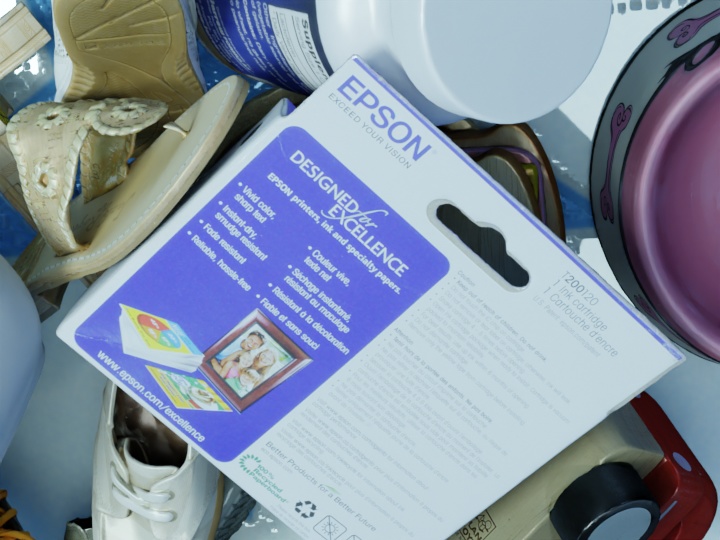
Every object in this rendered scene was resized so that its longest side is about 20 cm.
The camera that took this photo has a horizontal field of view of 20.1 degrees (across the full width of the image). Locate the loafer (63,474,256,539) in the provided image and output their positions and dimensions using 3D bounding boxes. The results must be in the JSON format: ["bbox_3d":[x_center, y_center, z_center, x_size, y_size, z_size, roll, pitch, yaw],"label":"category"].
[{"bbox_3d":[-0.121,0.153,1.040,0.070,0.075,0.201,37,102,11],"label":"loafer"}]

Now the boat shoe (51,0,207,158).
[{"bbox_3d":[-0.103,-0.111,0.910,0.070,0.200,0.070,-2,70,-7],"label":"boat shoe"}]

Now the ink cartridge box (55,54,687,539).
[{"bbox_3d":[0.005,0.024,0.882,0.198,0.043,0.200,42,119,-16],"label":"ink cartridge box"}]

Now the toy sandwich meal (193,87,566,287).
[{"bbox_3d":[0.000,0.000,0.985,0.204,0.070,0.207,1,104,4],"label":"toy sandwich meal"}]

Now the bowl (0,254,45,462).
[{"bbox_3d":[-0.224,0.061,0.935,0.074,0.200,0.201,24,93,-39],"label":"bowl"}]

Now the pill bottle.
[{"bbox_3d":[0.011,-0.125,0.875,0.115,0.200,0.117,-9,108,-31],"label":"pill bottle"}]

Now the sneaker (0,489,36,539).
[{"bbox_3d":[-0.189,0.143,1.001,0.077,0.078,0.201,-41,69,42],"label":"sneaker"}]

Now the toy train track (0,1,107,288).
[{"bbox_3d":[-0.174,-0.051,0.981,0.114,0.033,0.200,-35,114,10],"label":"toy train track"}]

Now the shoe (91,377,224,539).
[{"bbox_3d":[-0.099,0.066,0.964,0.069,0.053,0.201,11,94,22],"label":"shoe"}]

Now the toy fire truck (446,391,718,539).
[{"bbox_3d":[0.119,0.154,1.002,0.199,0.129,0.176,18,121,-46],"label":"toy fire truck"}]

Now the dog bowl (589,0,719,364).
[{"bbox_3d":[0.209,-0.037,0.960,0.199,0.074,0.202,1,104,3],"label":"dog bowl"}]

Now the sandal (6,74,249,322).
[{"bbox_3d":[-0.132,-0.040,0.899,0.069,0.078,0.212,34,143,-16],"label":"sandal"}]
